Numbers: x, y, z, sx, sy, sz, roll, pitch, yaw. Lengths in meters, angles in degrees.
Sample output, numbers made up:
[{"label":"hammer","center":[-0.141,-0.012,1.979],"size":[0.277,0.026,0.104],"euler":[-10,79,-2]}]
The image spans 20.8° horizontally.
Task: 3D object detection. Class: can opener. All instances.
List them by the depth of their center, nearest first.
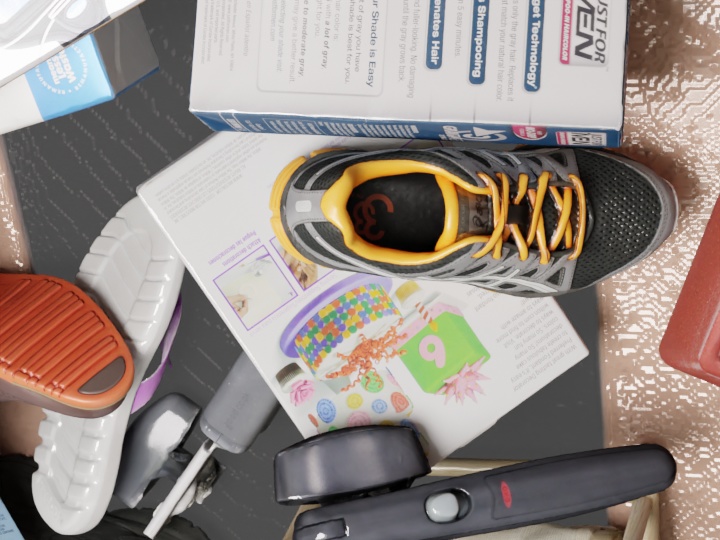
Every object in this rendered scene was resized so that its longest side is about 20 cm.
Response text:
[{"label":"can opener","center":[0.059,0.109,0.947],"size":[0.199,0.063,0.079],"euler":[-5,87,-12]},{"label":"can opener","center":[-0.078,0.066,1.083],"size":[0.067,0.053,0.200],"euler":[35,115,4]}]

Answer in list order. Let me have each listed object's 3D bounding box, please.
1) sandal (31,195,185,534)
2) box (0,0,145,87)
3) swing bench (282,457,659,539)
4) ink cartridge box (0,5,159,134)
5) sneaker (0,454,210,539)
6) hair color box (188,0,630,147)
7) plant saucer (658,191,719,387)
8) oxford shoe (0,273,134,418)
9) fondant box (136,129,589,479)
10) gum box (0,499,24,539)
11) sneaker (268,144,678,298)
[{"label":"sandal","center":[-0.132,0.049,1.094],"size":[0.082,0.050,0.203],"euler":[34,107,44]},{"label":"box","center":[-0.158,-0.152,0.872],"size":[0.199,0.041,0.119],"euler":[-27,101,18]},{"label":"swing bench","center":[0.060,0.209,1.053],"size":[0.198,0.130,0.201],"euler":[0,115,18]},{"label":"ink cartridge box","center":[-0.213,-0.118,0.956],"size":[0.199,0.067,0.117],"euler":[-15,104,19]},{"label":"sneaker","center":[-0.184,0.164,1.134],"size":[0.199,0.091,0.076],"euler":[11,113,19]},{"label":"hair color box","center":[0.025,-0.113,0.917],"size":[0.199,0.061,0.101],"euler":[3,85,8]},{"label":"plant saucer","center":[0.264,0.006,0.949],"size":[0.199,0.037,0.201],"euler":[22,120,10]},{"label":"oxford shoe","center":[-0.195,0.044,1.091],"size":[0.200,0.071,0.073],"euler":[24,137,37]},{"label":"fondant box","center":[0.000,0.000,0.994],"size":[0.144,0.058,0.200],"euler":[-35,96,-5]},{"label":"gum box","center":[-0.248,0.195,1.120],"size":[0.200,0.044,0.170],"euler":[55,129,24]},{"label":"sneaker","center":[0.059,-0.024,0.935],"size":[0.199,0.077,0.079],"euler":[-2,91,-11]}]
